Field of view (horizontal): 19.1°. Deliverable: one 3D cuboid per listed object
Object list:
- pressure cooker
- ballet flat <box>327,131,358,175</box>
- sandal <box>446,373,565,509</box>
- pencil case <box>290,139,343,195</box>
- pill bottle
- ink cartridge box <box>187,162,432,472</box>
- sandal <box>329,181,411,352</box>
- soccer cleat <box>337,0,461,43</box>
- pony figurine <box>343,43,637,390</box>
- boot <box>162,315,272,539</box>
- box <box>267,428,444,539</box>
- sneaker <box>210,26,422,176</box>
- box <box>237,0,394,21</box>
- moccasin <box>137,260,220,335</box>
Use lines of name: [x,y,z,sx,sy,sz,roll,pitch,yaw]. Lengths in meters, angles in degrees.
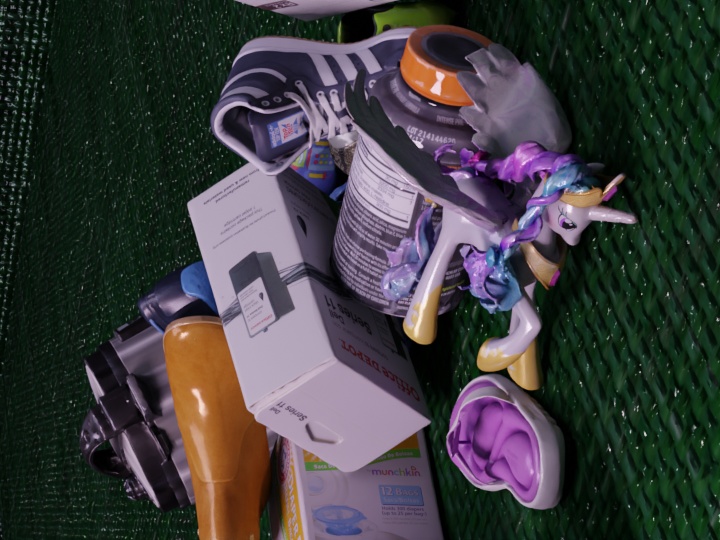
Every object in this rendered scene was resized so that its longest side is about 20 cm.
pressure cooker: [-0.165,0.125,1.969,0.179,0.200,0.176,48,164,59]
ballet flat: [-0.013,-0.131,1.776,0.068,0.075,0.200,-44,27,8]
sandal: [0.086,0.114,1.459,0.203,0.050,0.083,-175,88,-74]
pencil case: [-0.056,-0.058,1.923,0.087,0.078,0.200,-65,-12,-61]
pill bottle: [0.047,-0.073,1.524,0.106,0.106,0.200,-109,27,-51]
ink cartridge box: [-0.038,0.032,1.607,0.083,0.147,0.200,-31,54,18]
sandal: [0.000,0.000,1.730,0.200,0.079,0.087,-106,28,-43]
soccer cleat: [0.014,-0.184,1.693,0.200,0.081,0.068,176,96,-74]
pony figurine: [0.081,-0.039,1.381,0.193,0.166,0.200,46,137,23]
boot: [-0.103,0.139,1.608,0.201,0.071,0.144,72,-166,-53]
box: [-0.003,0.210,1.638,0.101,0.112,0.200,110,158,-48]
sneaker: [-0.014,-0.123,1.573,0.109,0.200,0.070,-62,-34,-48]
box: [-0.012,-0.307,1.578,0.199,0.131,0.200,-9,78,41]
moccasin: [-0.111,0.051,1.676,0.200,0.068,0.081,54,-160,-49]
